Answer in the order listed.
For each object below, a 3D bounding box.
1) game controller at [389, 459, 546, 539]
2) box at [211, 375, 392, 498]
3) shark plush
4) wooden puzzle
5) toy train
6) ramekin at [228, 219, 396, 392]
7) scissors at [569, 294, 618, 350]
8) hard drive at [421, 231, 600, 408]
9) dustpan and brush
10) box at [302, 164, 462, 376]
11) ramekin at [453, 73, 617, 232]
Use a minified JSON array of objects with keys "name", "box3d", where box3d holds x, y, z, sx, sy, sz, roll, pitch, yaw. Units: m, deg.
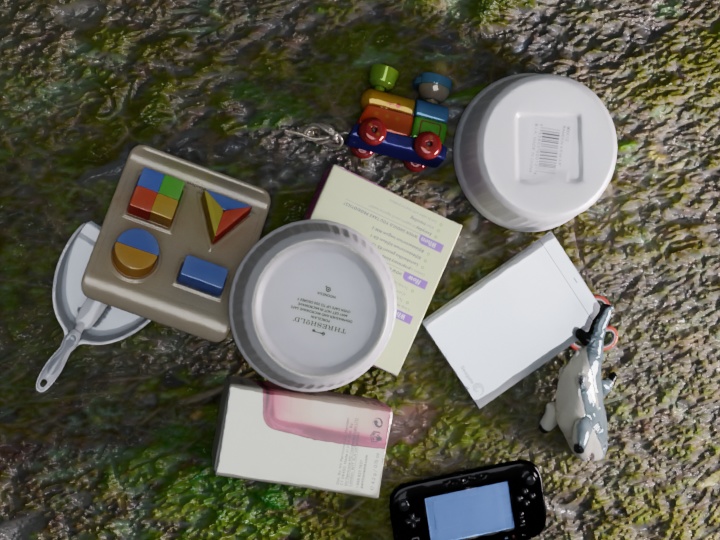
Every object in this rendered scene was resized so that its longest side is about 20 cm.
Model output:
[{"name":"game controller","box3d":[0.135,0.303,1.697,0.198,0.042,0.105,-10,92,-7]},{"name":"box","box3d":[-0.073,0.198,1.623,0.198,0.128,0.110,10,89,-8]},{"name":"shark plush","box3d":[0.287,0.142,1.706,0.083,0.091,0.202,3,89,-27]},{"name":"wooden puzzle","box3d":[-0.217,-0.037,1.616,0.184,0.046,0.202,20,70,-8]},{"name":"toy train","box3d":[0.014,-0.202,1.658,0.198,0.085,0.117,14,79,-8]},{"name":"ramekin","box3d":[-0.051,0.041,1.544,0.200,0.094,0.204,0,90,-8]},{"name":"scissors","box3d":[0.232,0.072,1.721,0.198,0.014,0.074,-3,91,-8]},{"name":"hard drive","box3d":[0.194,0.063,1.700,0.199,0.027,0.132,-34,95,0]},{"name":"dustpan and brush","box3d":[-0.328,0.058,1.619,0.139,0.057,0.201,34,86,-7]},{"name":"box","box3d":[0.000,0.000,1.647,0.175,0.097,0.201,24,86,-7]},{"name":"ramekin","box3d":[0.221,-0.149,1.675,0.198,0.098,0.203,0,90,-8]}]
